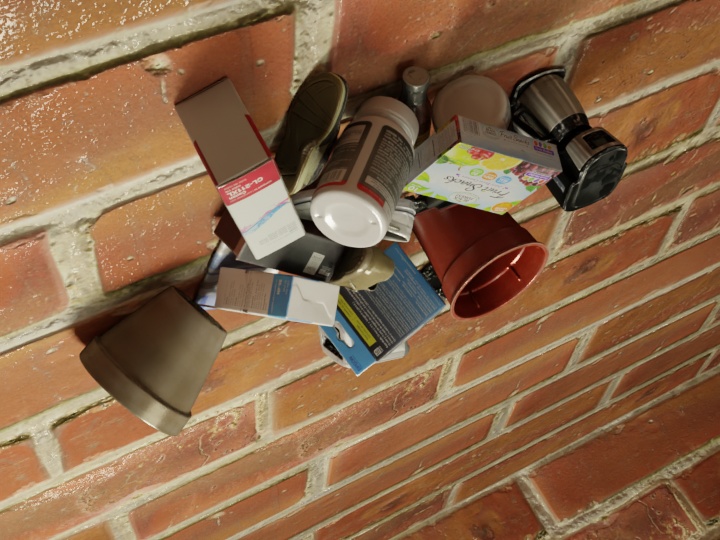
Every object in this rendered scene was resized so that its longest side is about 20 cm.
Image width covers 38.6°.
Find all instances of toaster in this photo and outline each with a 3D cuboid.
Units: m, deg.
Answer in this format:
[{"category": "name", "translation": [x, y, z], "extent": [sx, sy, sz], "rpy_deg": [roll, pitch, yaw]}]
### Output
[{"category": "toaster", "translation": [0.004, 0.109, 1.880], "extent": [0.128, 0.200, 0.115], "rpy_deg": [-14, 110, -22]}]

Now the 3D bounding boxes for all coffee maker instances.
[{"category": "coffee maker", "translation": [0.339, -0.203, 1.705], "extent": [0.134, 0.201, 0.192], "rpy_deg": [-31, 153, -1]}]

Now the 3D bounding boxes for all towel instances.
[{"category": "towel", "translation": [-0.182, -0.007, 1.661], "extent": [0.146, 0.024, 0.201], "rpy_deg": [-8, 144, -38]}]

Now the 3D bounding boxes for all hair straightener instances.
[{"category": "hair straightener", "translation": [0.095, -0.119, 1.674], "extent": [0.076, 0.042, 0.199], "rpy_deg": [9, 171, -30]}]

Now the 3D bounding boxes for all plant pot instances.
[{"category": "plant pot", "translation": [-0.305, 0.127, 1.597], "extent": [0.174, 0.199, 0.200], "rpy_deg": [-50, 153, -4]}, {"category": "plant pot", "translation": [0.193, -0.052, 1.799], "extent": [0.199, 0.196, 0.202], "rpy_deg": [-25, 152, -14]}]

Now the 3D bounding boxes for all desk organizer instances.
[{"category": "desk organizer", "translation": [-0.119, -0.047, 1.564], "extent": [0.199, 0.077, 0.072], "rpy_deg": [16, 109, -48]}]

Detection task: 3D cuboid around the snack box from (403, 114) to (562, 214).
[{"category": "snack box", "translation": [0.177, -0.153, 1.524], "extent": [0.198, 0.054, 0.142], "rpy_deg": [11, 151, -32]}]

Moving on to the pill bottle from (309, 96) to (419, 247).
[{"category": "pill bottle", "translation": [0.012, -0.142, 1.449], "extent": [0.114, 0.113, 0.201], "rpy_deg": [103, 8, -54]}]

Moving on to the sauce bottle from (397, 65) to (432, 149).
[{"category": "sauce bottle", "translation": [0.075, -0.223, 1.544], "extent": [0.065, 0.066, 0.201], "rpy_deg": [-23, 149, -17]}]

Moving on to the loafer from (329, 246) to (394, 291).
[{"category": "loafer", "translation": [0.000, 0.000, 1.614], "extent": [0.077, 0.067, 0.200], "rpy_deg": [-64, -169, -5]}]

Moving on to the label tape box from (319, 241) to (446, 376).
[{"category": "label tape box", "translation": [0.027, 0.070, 1.775], "extent": [0.199, 0.144, 0.066], "rpy_deg": [-37, 173, -12]}]

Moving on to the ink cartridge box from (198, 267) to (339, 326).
[{"category": "ink cartridge box", "translation": [-0.146, 0.038, 1.610], "extent": [0.115, 0.198, 0.068], "rpy_deg": [13, 85, -52]}]

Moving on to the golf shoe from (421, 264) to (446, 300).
[{"category": "golf shoe", "translation": [0.133, 0.042, 2.041], "extent": [0.199, 0.078, 0.095], "rpy_deg": [-31, 170, 0]}]

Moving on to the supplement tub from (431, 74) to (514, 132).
[{"category": "supplement tub", "translation": [0.184, -0.206, 1.621], "extent": [0.122, 0.123, 0.200], "rpy_deg": [-32, 152, -1]}]

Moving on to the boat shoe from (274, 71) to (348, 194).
[{"category": "boat shoe", "translation": [-0.065, -0.195, 1.441], "extent": [0.065, 0.073, 0.201], "rpy_deg": [-24, 154, -49]}]

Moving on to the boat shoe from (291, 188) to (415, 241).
[{"category": "boat shoe", "translation": [-0.016, -0.080, 1.571], "extent": [0.197, 0.068, 0.074], "rpy_deg": [3, 162, 6]}]

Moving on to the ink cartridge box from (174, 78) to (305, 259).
[{"category": "ink cartridge box", "translation": [-0.155, -0.128, 1.358], "extent": [0.082, 0.147, 0.201], "rpy_deg": [-28, 152, -5]}]
